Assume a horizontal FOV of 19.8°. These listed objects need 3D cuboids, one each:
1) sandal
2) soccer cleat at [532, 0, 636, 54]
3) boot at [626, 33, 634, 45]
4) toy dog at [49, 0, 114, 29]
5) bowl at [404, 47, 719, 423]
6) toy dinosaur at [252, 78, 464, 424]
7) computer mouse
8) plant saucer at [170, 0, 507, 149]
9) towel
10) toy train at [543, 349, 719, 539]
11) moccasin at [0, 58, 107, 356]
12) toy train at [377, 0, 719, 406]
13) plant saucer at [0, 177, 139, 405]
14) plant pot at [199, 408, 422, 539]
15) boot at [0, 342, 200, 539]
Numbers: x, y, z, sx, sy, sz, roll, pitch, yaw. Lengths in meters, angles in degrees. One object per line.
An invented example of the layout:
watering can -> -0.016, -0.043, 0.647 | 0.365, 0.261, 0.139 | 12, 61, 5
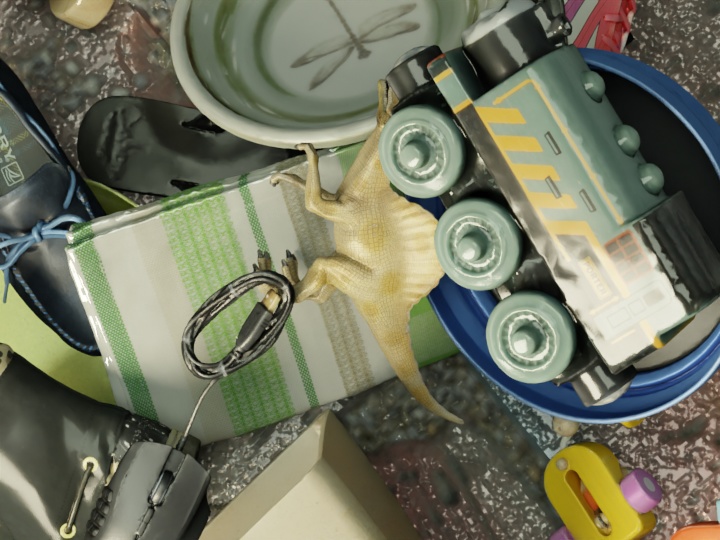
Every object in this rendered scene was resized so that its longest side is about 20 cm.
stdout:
sandal -> -0.073, -0.064, 1.200 | 0.199, 0.045, 0.076 | 7, 86, 9
soccer cleat -> 0.127, -0.164, 1.114 | 0.073, 0.068, 0.201 | -3, 80, -1
boot -> 0.130, -0.071, 1.163 | 0.097, 0.075, 0.201 | -31, 71, 14
toy dog -> -0.167, -0.238, 1.210 | 0.200, 0.132, 0.096 | -45, 42, -2
bowl -> 0.116, -0.021, 1.073 | 0.200, 0.039, 0.202 | 15, 118, 31
toy dinosaur -> 0.000, 0.000, 1.093 | 0.100, 0.058, 0.201 | 1, 112, 19
computer mouse -> -0.090, 0.089, 1.081 | 0.058, 0.034, 0.201 | 25, 101, -6
plant saucer -> -0.008, -0.139, 1.173 | 0.199, 0.050, 0.201 | -8, 54, 12
towel -> -0.052, 0.013, 1.158 | 0.199, 0.031, 0.150 | -19, 115, -6
toy train -> 0.171, 0.096, 1.127 | 0.150, 0.056, 0.201 | -12, 84, 33
moccasin -> -0.195, -0.038, 1.172 | 0.080, 0.068, 0.200 | -35, 85, 1
toy train -> 0.094, -0.035, 1.011 | 0.114, 0.085, 0.201 | -32, 87, 28
plant saucer -> -0.186, 0.044, 1.216 | 0.199, 0.031, 0.201 | -1, 84, 8
plant pot -> -0.028, 0.216, 1.102 | 0.177, 0.200, 0.200 | 45, 93, -3
boot -> -0.200, 0.136, 1.151 | 0.153, 0.074, 0.204 | 33, 111, -9
